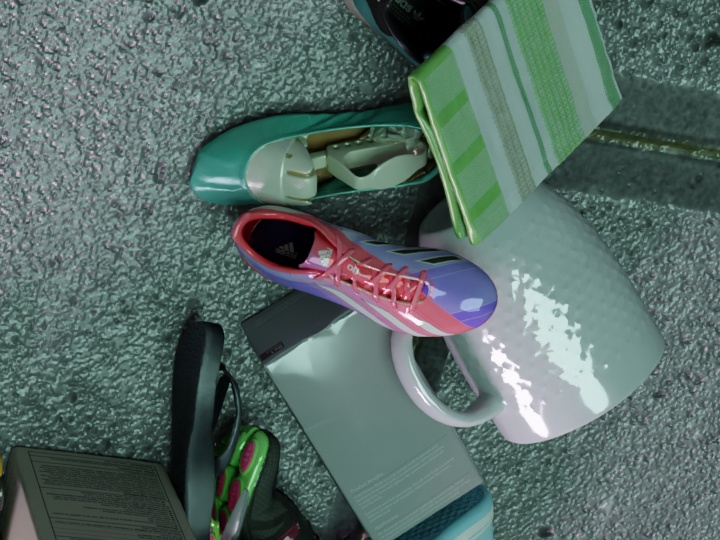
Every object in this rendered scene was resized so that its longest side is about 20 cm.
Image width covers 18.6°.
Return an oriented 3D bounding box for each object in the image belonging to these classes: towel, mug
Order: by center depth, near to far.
[{"bbox_3d":[0.111,-0.133,1.596,0.200,0.031,0.150,-43,125,-35],"label":"towel"},{"bbox_3d":[0.108,0.033,1.663,0.200,0.147,0.176,-39,107,-23],"label":"mug"}]

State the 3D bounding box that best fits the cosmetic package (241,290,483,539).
[{"bbox_3d":[0.002,0.103,1.706,0.106,0.090,0.201,-30,116,-4],"label":"cosmetic package"}]

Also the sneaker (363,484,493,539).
[{"bbox_3d":[0.041,0.271,1.769,0.199,0.079,0.131,-32,124,-28],"label":"sneaker"}]

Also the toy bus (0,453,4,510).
[{"bbox_3d":[-0.308,0.216,1.651,0.065,0.078,0.201,1,112,-16],"label":"toy bus"}]

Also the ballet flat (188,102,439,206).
[{"bbox_3d":[-0.026,-0.082,1.623,0.199,0.070,0.068,-12,119,-13],"label":"ballet flat"}]

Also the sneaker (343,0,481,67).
[{"bbox_3d":[0.074,-0.161,1.615,0.199,0.080,0.072,30,97,-27],"label":"sneaker"}]

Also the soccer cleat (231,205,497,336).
[{"bbox_3d":[0.000,0.000,1.586,0.199,0.076,0.067,18,90,16],"label":"soccer cleat"}]

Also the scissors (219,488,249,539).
[{"bbox_3d":[-0.115,0.230,1.705,0.014,0.073,0.201,-30,138,-36],"label":"scissors"}]

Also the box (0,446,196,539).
[{"bbox_3d":[-0.195,0.226,1.625,0.127,0.200,0.110,9,109,-20],"label":"box"}]

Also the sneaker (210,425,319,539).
[{"bbox_3d":[-0.075,0.201,1.734,0.083,0.077,0.201,-13,126,-19],"label":"sneaker"}]

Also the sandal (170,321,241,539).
[{"bbox_3d":[-0.118,0.129,1.680,0.043,0.076,0.201,-2,114,-18],"label":"sandal"}]
